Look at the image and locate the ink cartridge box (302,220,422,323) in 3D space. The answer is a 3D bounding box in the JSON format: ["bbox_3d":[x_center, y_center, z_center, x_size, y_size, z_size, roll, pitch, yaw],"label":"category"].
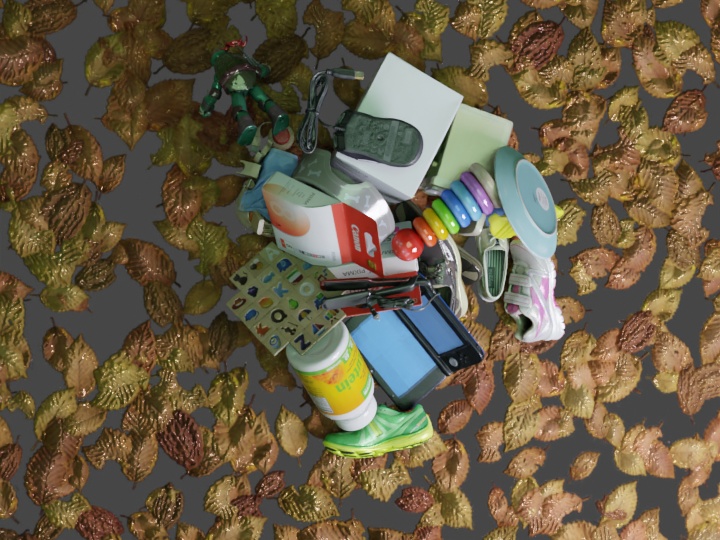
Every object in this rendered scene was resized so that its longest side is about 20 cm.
[{"bbox_3d":[0.000,0.000,1.569,0.196,0.175,0.044,-9,130,4],"label":"ink cartridge box"}]

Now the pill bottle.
[{"bbox_3d":[-0.041,0.181,1.571,0.110,0.111,0.201,-31,131,-6],"label":"pill bottle"}]

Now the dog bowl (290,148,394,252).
[{"bbox_3d":[-0.038,-0.106,1.522,0.200,0.200,0.059,44,71,-6],"label":"dog bowl"}]

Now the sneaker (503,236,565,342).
[{"bbox_3d":[0.299,0.040,1.649,0.087,0.081,0.203,-20,98,-25],"label":"sneaker"}]

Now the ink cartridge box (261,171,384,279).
[{"bbox_3d":[-0.059,-0.057,1.486,0.198,0.163,0.050,29,63,24],"label":"ink cartridge box"}]

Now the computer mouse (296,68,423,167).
[{"bbox_3d":[0.004,-0.237,1.442,0.196,0.046,0.143,8,86,-2],"label":"computer mouse"}]

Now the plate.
[{"bbox_3d":[0.285,-0.118,1.540,0.025,0.200,0.202,-24,96,32],"label":"plate"}]

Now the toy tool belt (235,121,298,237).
[{"bbox_3d":[-0.150,-0.159,1.580,0.123,0.123,0.204,14,89,-8],"label":"toy tool belt"}]

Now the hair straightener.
[{"bbox_3d":[0.033,0.050,1.498,0.196,0.041,0.078,-2,62,-2],"label":"hair straightener"}]

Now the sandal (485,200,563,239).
[{"bbox_3d":[0.278,-0.112,1.634,0.079,0.199,0.088,-35,77,36],"label":"sandal"}]

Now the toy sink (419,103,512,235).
[{"bbox_3d":[0.173,-0.174,1.620,0.110,0.130,0.203,17,90,-7],"label":"toy sink"}]

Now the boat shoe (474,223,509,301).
[{"bbox_3d":[0.243,-0.045,1.664,0.071,0.062,0.204,-2,91,-7],"label":"boat shoe"}]

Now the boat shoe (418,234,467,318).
[{"bbox_3d":[0.138,0.010,1.613,0.065,0.072,0.202,-48,125,-44],"label":"boat shoe"}]

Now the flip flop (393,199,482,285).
[{"bbox_3d":[0.140,-0.055,1.650,0.199,0.081,0.058,38,49,0],"label":"flip flop"}]

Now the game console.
[{"bbox_3d":[0.089,0.128,1.625,0.201,0.170,0.118,50,59,-6],"label":"game console"}]

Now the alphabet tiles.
[{"bbox_3d":[-0.123,0.044,1.541,0.166,0.006,0.200,-41,64,-12],"label":"alphabet tiles"}]

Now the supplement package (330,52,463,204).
[{"bbox_3d":[0.052,-0.233,1.567,0.146,0.200,0.193,28,88,-7],"label":"supplement package"}]

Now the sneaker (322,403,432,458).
[{"bbox_3d":[0.028,0.285,1.647,0.196,0.074,0.085,-10,69,-5],"label":"sneaker"}]

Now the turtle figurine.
[{"bbox_3d":[-0.208,-0.308,1.558,0.148,0.101,0.201,-30,67,-8],"label":"turtle figurine"}]

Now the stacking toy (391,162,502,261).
[{"bbox_3d":[0.135,-0.088,1.518,0.199,0.085,0.086,-35,95,3],"label":"stacking toy"}]
